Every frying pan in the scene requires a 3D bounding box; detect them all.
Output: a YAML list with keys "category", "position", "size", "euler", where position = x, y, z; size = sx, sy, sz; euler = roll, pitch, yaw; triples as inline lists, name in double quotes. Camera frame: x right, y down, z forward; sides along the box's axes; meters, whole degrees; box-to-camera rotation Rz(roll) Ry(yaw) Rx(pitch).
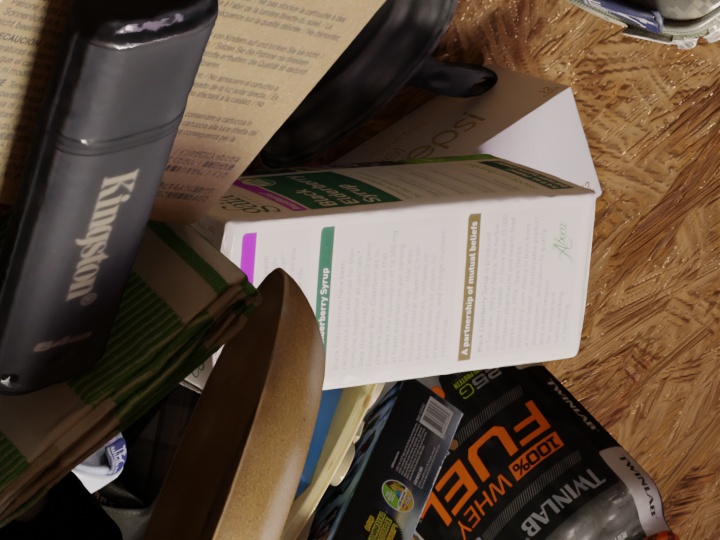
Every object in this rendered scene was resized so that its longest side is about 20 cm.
- category: "frying pan"
  position: [0.019, -0.102, 1.172]
  size: [0.190, 0.031, 0.115]
  euler: [-28, 159, -45]

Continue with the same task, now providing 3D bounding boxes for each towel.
- category: "towel"
  position: [-0.143, 0.045, 1.013]
  size: [0.200, 0.153, 0.023]
  euler: [-43, 128, -5]

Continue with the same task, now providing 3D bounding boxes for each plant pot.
- category: "plant pot"
  position: [-0.055, 0.097, 0.971]
  size: [0.200, 0.027, 0.201]
  euler: [-159, -90, -82]

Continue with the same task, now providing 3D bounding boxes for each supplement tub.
- category: "supplement tub"
  position: [0.085, 0.122, 1.486]
  size: [0.122, 0.200, 0.123]
  euler: [-37, 158, -18]

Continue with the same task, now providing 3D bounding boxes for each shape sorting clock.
- category: "shape sorting clock"
  position: [-0.030, 0.085, 1.309]
  size: [0.200, 0.039, 0.200]
  euler: [-56, -171, 13]

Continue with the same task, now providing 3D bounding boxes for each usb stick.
- category: "usb stick"
  position: [-0.092, -0.027, 0.891]
  size: [0.055, 0.033, 0.200]
  euler: [-25, 154, -35]

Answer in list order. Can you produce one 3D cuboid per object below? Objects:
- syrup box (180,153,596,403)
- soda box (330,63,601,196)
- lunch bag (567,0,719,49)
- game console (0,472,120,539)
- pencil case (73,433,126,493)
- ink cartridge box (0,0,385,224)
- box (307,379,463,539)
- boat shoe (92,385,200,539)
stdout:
- category: "syrup box"
  position: [0.000, 0.000, 1.145]
  size: [0.199, 0.079, 0.082]
  euler: [-4, 106, -36]
- category: "soda box"
  position: [0.016, -0.020, 1.246]
  size: [0.200, 0.068, 0.064]
  euler: [-34, 121, -25]
- category: "lunch bag"
  position: [0.121, -0.170, 1.010]
  size: [0.139, 0.168, 0.200]
  euler: [-50, 166, 26]
- category: "game console"
  position: [-0.196, 0.134, 1.007]
  size: [0.200, 0.176, 0.116]
  euler: [-41, 159, -6]
- category: "pencil case"
  position: [-0.187, 0.125, 1.162]
  size: [0.200, 0.083, 0.091]
  euler: [-51, 176, 17]
- category: "ink cartridge box"
  position: [-0.083, -0.102, 0.903]
  size: [0.165, 0.075, 0.200]
  euler: [-49, 154, 19]
- category: "box"
  position: [-0.025, 0.155, 1.277]
  size: [0.137, 0.040, 0.200]
  euler: [-50, -172, 37]
- category: "boat shoe"
  position: [-0.113, 0.107, 1.297]
  size: [0.057, 0.069, 0.200]
  euler: [15, 116, -51]
